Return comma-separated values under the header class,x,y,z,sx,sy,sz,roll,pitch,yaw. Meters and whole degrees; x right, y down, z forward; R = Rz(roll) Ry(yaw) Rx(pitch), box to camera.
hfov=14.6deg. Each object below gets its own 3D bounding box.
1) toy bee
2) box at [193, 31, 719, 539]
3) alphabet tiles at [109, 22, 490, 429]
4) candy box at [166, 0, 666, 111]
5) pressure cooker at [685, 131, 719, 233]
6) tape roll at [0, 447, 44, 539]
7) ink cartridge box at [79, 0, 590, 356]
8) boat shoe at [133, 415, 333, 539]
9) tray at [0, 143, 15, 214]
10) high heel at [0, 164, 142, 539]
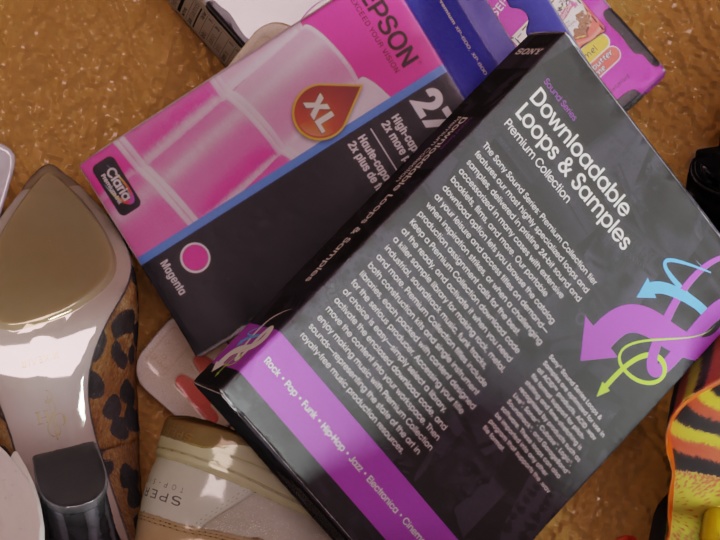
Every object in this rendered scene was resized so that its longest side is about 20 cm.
class,x,y,z,sx,sy,sz,roll,pitch,yaw
toy bee,0.151,0.111,1.181,0.108,0.131,0.201,-4,107,18
box,0.050,0.024,1.102,0.200,0.036,0.143,-45,112,-13
alphabet tiles,0.000,0.000,1.173,0.195,0.015,0.200,41,102,0
candy box,0.014,-0.112,1.215,0.136,0.061,0.200,-41,92,-12
pressure cooker,0.241,-0.035,1.183,0.199,0.176,0.179,-9,59,-23
tape roll,-0.215,0.127,1.043,0.202,0.203,0.071,-6,124,-12
ink cartridge box,-0.008,-0.056,1.143,0.200,0.037,0.095,-32,91,10
boat shoe,-0.009,0.126,1.144,0.200,0.074,0.067,29,80,-25
tray,-0.220,0.030,1.166,0.107,0.022,0.201,16,79,-8
high heel,-0.122,0.065,1.173,0.071,0.143,0.200,-6,48,-4
